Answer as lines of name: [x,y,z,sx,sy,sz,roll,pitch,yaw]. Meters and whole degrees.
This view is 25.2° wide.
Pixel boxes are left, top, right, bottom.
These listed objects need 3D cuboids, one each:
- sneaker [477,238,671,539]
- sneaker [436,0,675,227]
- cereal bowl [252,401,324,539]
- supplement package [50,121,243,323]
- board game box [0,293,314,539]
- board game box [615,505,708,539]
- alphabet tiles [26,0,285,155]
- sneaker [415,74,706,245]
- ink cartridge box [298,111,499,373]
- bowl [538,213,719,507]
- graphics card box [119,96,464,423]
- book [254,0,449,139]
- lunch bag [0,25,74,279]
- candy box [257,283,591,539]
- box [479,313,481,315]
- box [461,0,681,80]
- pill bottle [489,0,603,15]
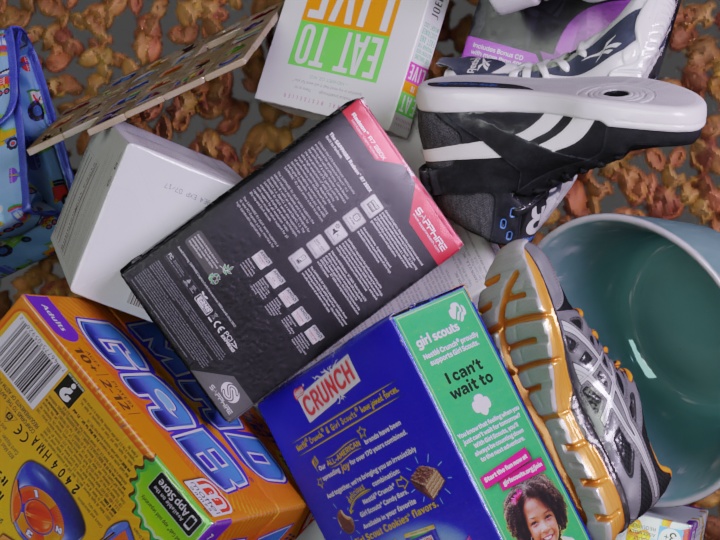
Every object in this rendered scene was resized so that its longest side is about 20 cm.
sneaker: [0.138,0.074,1.043,0.078,0.077,0.202,-19,90,60]
sneaker: [0.121,-0.135,1.128,0.129,0.079,0.200,35,117,6]
cereal bowl: [-0.065,0.198,1.212,0.198,0.083,0.202,-1,86,19]
supplement package: [-0.151,-0.036,1.181,0.113,0.200,0.110,22,95,-17]
board game box: [-0.182,0.160,1.107,0.200,0.200,0.200,-47,73,12]
board game box: [0.170,0.259,1.117,0.102,0.105,0.202,11,91,19]
alphabet tiles: [-0.156,-0.143,1.225,0.198,0.167,0.008,-23,109,17]
sneaker: [0.133,-0.069,1.067,0.198,0.073,0.113,7,112,29]
ink cartridge box: [0.000,0.000,1.195,0.199,0.050,0.162,-34,59,16]
bowl: [0.208,0.047,1.091,0.200,0.105,0.203,19,119,40]
graphics card box: [-0.047,-0.007,1.075,0.199,0.051,0.126,-38,99,-7]
book: [0.010,-0.208,1.207,0.133,0.048,0.202,16,89,39]
lunch bag: [-0.323,-0.099,1.327,0.149,0.094,0.202,-23,68,18]
candy box: [0.041,0.137,1.058,0.169,0.077,0.201,-35,81,48]
box: [0.080,0.132,1.128,0.050,0.075,0.202,22,119,44]
box: [0.165,-0.217,1.178,0.142,0.036,0.202,17,92,19]
pill bottle: [0.176,-0.247,1.097,0.198,0.114,0.116,-16,82,17]
